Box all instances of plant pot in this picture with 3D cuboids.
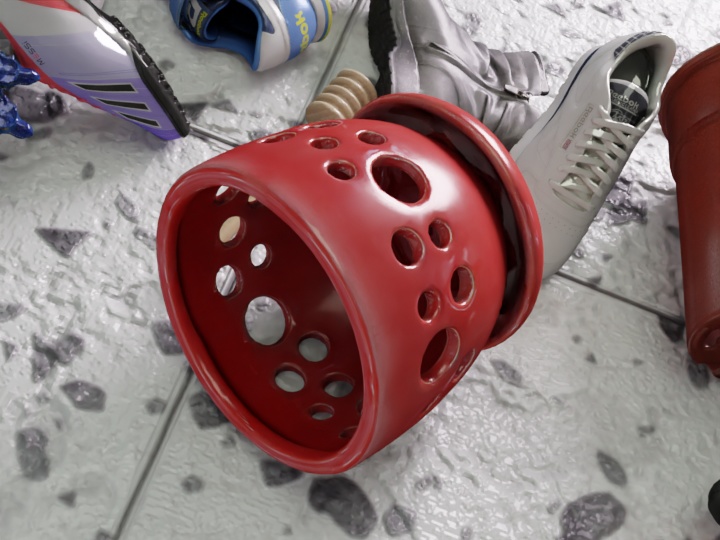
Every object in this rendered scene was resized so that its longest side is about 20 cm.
[{"bbox_3d":[0.000,0.000,0.872,0.182,0.201,0.201,-27,67,-38],"label":"plant pot"},{"bbox_3d":[0.306,-0.031,0.978,0.199,0.201,0.197,12,63,-6],"label":"plant pot"}]

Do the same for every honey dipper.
[{"bbox_3d":[-0.054,-0.070,0.998,0.038,0.038,0.200,33,58,9],"label":"honey dipper"}]

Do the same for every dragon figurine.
[{"bbox_3d":[-0.302,-0.134,0.929,0.199,0.099,0.059,22,71,-2],"label":"dragon figurine"}]

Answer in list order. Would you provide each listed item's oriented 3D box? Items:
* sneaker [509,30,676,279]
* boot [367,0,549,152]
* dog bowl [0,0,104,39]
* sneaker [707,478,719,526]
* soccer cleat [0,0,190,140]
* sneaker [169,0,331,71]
[{"bbox_3d":[0.161,-0.086,1.005,0.076,0.080,0.201,30,77,-18],"label":"sneaker"},{"bbox_3d":[0.076,-0.173,1.087,0.130,0.070,0.202,6,67,-14],"label":"boot"},{"bbox_3d":[-0.276,-0.242,1.002,0.198,0.059,0.201,13,36,-10],"label":"dog bowl"},{"bbox_3d":[0.310,0.128,0.943,0.198,0.067,0.091,-4,55,-21],"label":"sneaker"},{"bbox_3d":[-0.194,-0.147,0.953,0.073,0.200,0.068,-41,41,3],"label":"soccer cleat"},{"bbox_3d":[-0.119,-0.224,1.060,0.199,0.074,0.082,35,58,11],"label":"sneaker"}]
